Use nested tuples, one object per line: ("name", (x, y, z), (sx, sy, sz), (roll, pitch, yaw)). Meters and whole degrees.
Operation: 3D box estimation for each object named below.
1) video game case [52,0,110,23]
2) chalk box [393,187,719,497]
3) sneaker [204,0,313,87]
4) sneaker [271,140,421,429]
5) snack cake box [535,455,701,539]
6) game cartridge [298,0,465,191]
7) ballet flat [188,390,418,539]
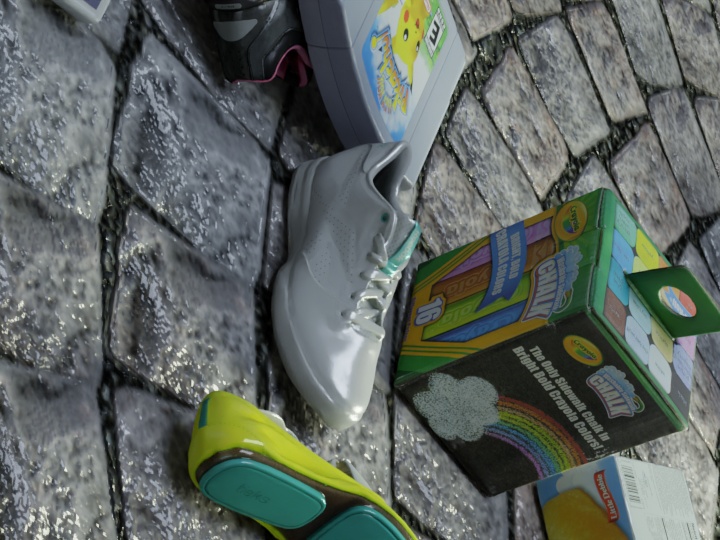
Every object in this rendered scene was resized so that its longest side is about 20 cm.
("video game case", (-0.175, -0.264, 1.450), (0.200, 0.022, 0.183), (36, 76, -45))
("chalk box", (0.142, 0.040, 1.699), (0.125, 0.199, 0.124), (50, 33, -30))
("sneaker", (-0.043, -0.169, 1.679), (0.200, 0.079, 0.096), (-31, 113, -59))
("sneaker", (0.000, 0.000, 1.599), (0.075, 0.088, 0.201), (41, 38, -43))
("snack cake box", (0.195, 0.235, 1.796), (0.115, 0.067, 0.201), (18, 55, -57))
("game cartridge", (0.015, -0.150, 1.697), (0.134, 0.040, 0.200), (-63, 149, -29))
("ballet flat", (-0.028, 0.128, 1.490), (0.200, 0.067, 0.067), (39, 25, -41))
